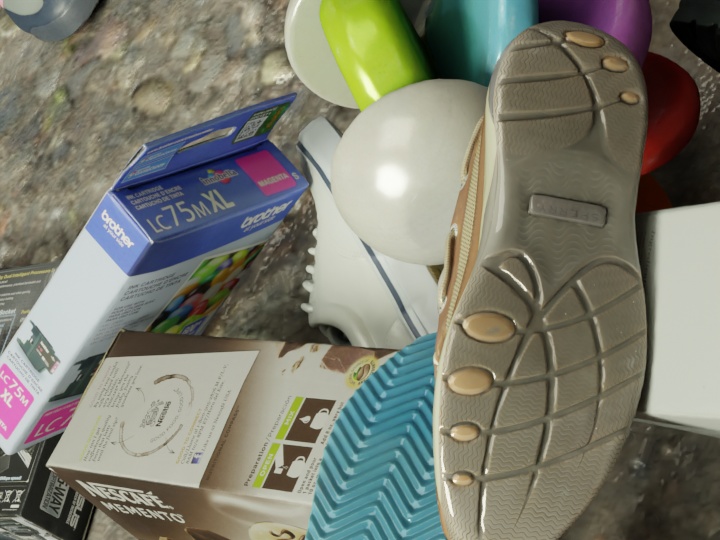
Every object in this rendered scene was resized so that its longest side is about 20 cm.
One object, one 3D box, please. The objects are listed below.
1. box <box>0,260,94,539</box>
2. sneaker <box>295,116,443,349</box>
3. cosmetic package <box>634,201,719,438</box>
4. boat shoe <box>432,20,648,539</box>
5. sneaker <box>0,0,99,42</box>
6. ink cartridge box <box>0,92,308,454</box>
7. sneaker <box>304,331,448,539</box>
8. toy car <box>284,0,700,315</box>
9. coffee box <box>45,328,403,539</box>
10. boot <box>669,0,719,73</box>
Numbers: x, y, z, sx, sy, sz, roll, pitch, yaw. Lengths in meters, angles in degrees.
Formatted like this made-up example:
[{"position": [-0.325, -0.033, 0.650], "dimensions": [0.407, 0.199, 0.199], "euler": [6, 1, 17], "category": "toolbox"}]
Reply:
[{"position": [-0.219, 0.078, 1.126], "dimensions": [0.200, 0.050, 0.158], "euler": [-7, 57, 38], "category": "box"}, {"position": [0.000, 0.000, 0.970], "dimensions": [0.071, 0.073, 0.200], "euler": [-38, 43, 9], "category": "sneaker"}, {"position": [0.157, 0.024, 0.717], "dimensions": [0.200, 0.113, 0.081], "euler": [176, 104, -74], "category": "cosmetic package"}, {"position": [0.064, 0.010, 0.733], "dimensions": [0.072, 0.076, 0.200], "euler": [129, 155, -71], "category": "boat shoe"}, {"position": [-0.239, -0.219, 1.332], "dimensions": [0.070, 0.082, 0.200], "euler": [-49, 41, 3], "category": "sneaker"}, {"position": [-0.102, 0.003, 0.977], "dimensions": [0.042, 0.119, 0.200], "euler": [47, 127, 16], "category": "ink cartridge box"}, {"position": [0.021, 0.112, 0.759], "dimensions": [0.076, 0.081, 0.200], "euler": [13, 63, 24], "category": "sneaker"}, {"position": [0.068, -0.067, 0.867], "dimensions": [0.150, 0.200, 0.175], "euler": [-33, 38, 13], "category": "toy car"}, {"position": [-0.030, 0.091, 0.891], "dimensions": [0.200, 0.113, 0.080], "euler": [2, 57, 45], "category": "coffee box"}, {"position": [0.249, -0.146, 0.847], "dimensions": [0.200, 0.076, 0.168], "euler": [17, 77, 40], "category": "boot"}]
